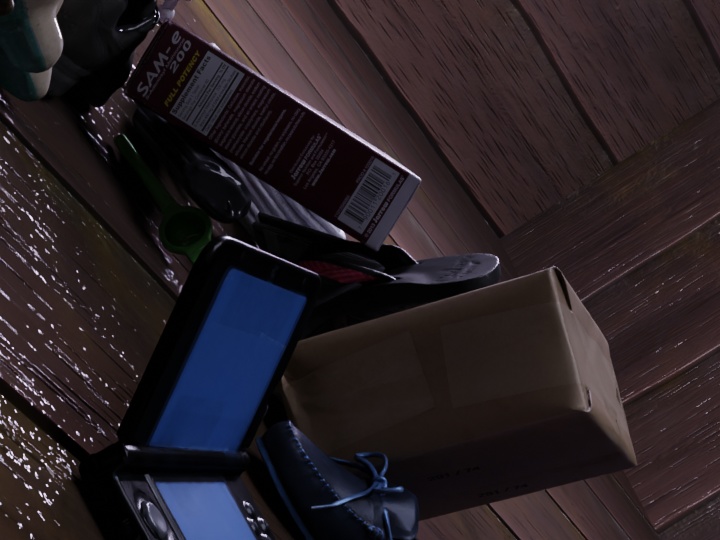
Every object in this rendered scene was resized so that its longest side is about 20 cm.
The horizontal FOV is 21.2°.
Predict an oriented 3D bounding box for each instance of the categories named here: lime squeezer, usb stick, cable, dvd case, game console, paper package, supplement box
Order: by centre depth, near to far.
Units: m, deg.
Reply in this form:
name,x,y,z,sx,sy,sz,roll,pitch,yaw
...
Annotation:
name,x,y,z,sx,sy,sz,roll,pitch,yaw
game console,-0.047,0.095,0.954,0.176,0.116,0.200,59,9,12
lime squeezer,-0.105,-0.012,1.295,0.200,0.038,0.071,56,8,-3
supplement box,-0.062,-0.095,1.312,0.200,0.061,0.109,32,4,-9
paper package,0.070,0.094,1.320,0.191,0.199,0.104,44,31,-65
usb stick,-0.120,-0.077,1.335,0.055,0.033,0.200,37,4,-24
dvd case,0.021,0.022,1.429,0.199,0.016,0.149,19,-21,12
cable,-0.086,-0.088,1.520,0.200,0.069,0.200,55,2,-33

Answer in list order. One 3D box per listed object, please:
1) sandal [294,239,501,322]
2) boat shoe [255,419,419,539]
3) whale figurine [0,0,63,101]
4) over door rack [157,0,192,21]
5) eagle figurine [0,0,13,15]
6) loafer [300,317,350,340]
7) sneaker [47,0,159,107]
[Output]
name,x,y,z,sx,sy,sz,roll,pitch,yaw
sandal,0.000,0.000,1.324,0.075,0.199,0.045,-49,126,-58
boat shoe,0.007,0.156,1.215,0.200,0.069,0.084,51,10,-37
whale figurine,-0.221,-0.166,1.063,0.159,0.103,0.200,60,-16,22
over door rack,-0.192,-0.237,1.361,0.147,0.067,0.200,24,7,-19
eagle figurine,-0.231,-0.182,0.831,0.151,0.152,0.200,22,-35,34
loafer,-0.005,0.074,1.475,0.072,0.063,0.200,61,8,31
sneaker,-0.171,-0.161,1.282,0.076,0.091,0.200,55,7,-5
